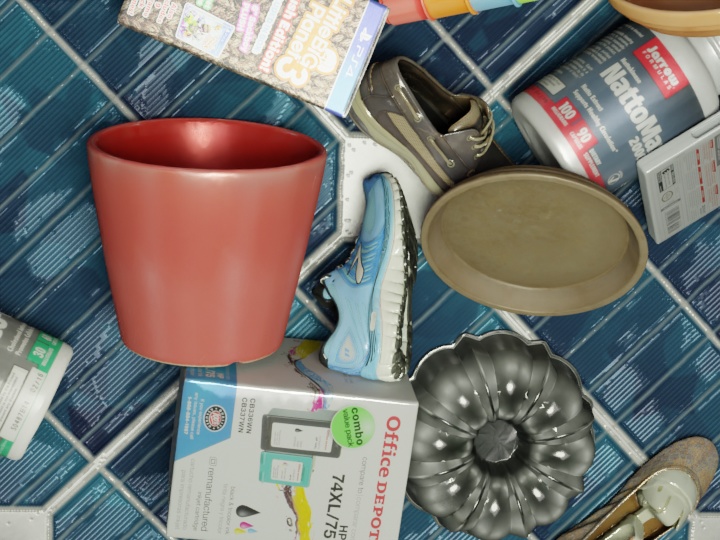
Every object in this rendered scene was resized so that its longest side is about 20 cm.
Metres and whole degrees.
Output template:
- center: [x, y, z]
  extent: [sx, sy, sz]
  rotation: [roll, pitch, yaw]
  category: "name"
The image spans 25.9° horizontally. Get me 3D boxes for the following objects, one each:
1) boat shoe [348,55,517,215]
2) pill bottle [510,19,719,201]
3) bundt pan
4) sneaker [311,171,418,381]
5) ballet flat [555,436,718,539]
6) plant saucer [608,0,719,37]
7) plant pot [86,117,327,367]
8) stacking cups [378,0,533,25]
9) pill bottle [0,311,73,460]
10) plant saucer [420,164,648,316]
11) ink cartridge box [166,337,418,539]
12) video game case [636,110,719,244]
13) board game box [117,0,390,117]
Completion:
- center: [0.080, -0.115, 1.368]
  extent: [0.200, 0.073, 0.075]
  rotation: [32, 50, -23]
  category: "boat shoe"
- center: [0.245, -0.155, 1.378]
  extent: [0.200, 0.120, 0.120]
  rotation: [-34, 100, 0]
  category: "pill bottle"
- center: [0.127, 0.159, 1.436]
  extent: [0.201, 0.076, 0.202]
  rotation: [-1, 98, -7]
  category: "bundt pan"
- center: [0.000, 0.000, 1.365]
  extent: [0.090, 0.078, 0.200]
  rotation: [-1, 59, 12]
  category: "sneaker"
- center: [0.264, 0.235, 1.465]
  extent: [0.200, 0.067, 0.068]
  rotation: [-42, 101, 1]
  category: "ballet flat"
- center: [0.309, -0.253, 1.339]
  extent: [0.200, 0.200, 0.038]
  rotation: [-19, 124, -3]
  category: "plant saucer"
- center: [-0.132, -0.024, 1.332]
  extent: [0.200, 0.200, 0.178]
  rotation: [1, 107, -6]
  category: "plant pot"
- center: [0.112, -0.252, 1.345]
  extent: [0.200, 0.061, 0.061]
  rotation: [-8, 100, 18]
  category: "stacking cups"
- center: [-0.361, 0.074, 1.353]
  extent: [0.200, 0.113, 0.113]
  rotation: [26, 95, -10]
  category: "pill bottle"
- center: [0.153, -0.028, 1.376]
  extent: [0.200, 0.200, 0.030]
  rotation: [17, 54, -8]
  category: "plant saucer"
- center: [-0.063, 0.148, 1.372]
  extent: [0.200, 0.146, 0.147]
  rotation: [6, 104, -7]
  category: "ink cartridge box"
- center: [0.340, -0.110, 1.394]
  extent: [0.200, 0.143, 0.018]
  rotation: [-31, 61, 0]
  category: "video game case"
- center: [-0.091, -0.215, 1.313]
  extent: [0.200, 0.159, 0.097]
  rotation: [22, 97, -8]
  category: "board game box"
